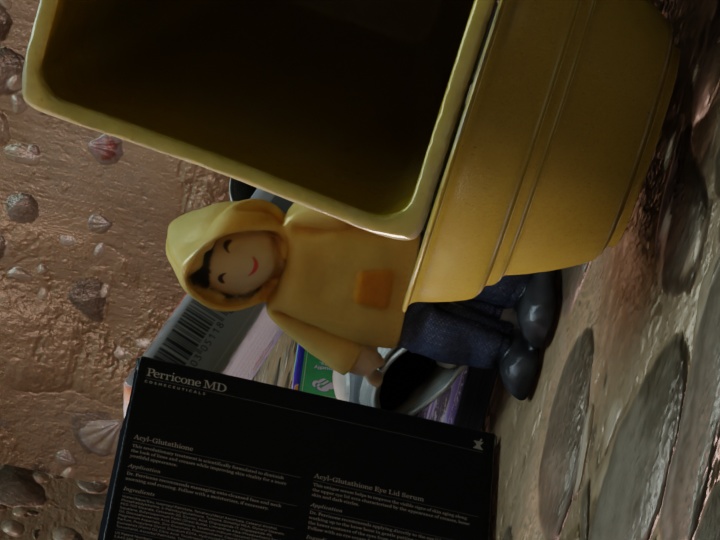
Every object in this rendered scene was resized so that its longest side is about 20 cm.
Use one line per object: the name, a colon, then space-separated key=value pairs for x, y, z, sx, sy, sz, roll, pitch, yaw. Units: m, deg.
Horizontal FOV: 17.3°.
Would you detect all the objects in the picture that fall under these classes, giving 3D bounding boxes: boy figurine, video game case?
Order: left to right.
boy figurine: x=0.000 y=0.000 z=1.210 sx=0.065 sy=0.199 sz=0.125 roll=-87 pitch=15 yaw=-59
video game case: x=0.055 y=0.063 z=1.413 sx=0.200 sy=0.019 sz=0.144 roll=-94 pitch=17 yaw=-67

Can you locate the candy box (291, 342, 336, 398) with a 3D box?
candy box: x=-0.010 y=0.100 z=1.562 sx=0.200 sy=0.076 sz=0.170 roll=-88 pitch=3 yaw=-59

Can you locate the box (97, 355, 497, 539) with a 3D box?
box: x=-0.036 y=0.139 z=1.241 sx=0.079 sy=0.199 sz=0.142 roll=109 pitch=172 yaw=-47

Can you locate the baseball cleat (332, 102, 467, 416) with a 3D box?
baseball cleat: x=0.054 y=-0.001 z=1.309 sx=0.201 sy=0.069 sz=0.106 roll=-67 pitch=20 yaw=0

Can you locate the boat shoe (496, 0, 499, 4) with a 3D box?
boat shoe: x=0.097 y=-0.133 z=1.187 sx=0.074 sy=0.069 sz=0.201 roll=-89 pitch=13 yaw=-61

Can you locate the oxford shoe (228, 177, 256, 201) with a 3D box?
oxford shoe: x=-0.032 y=-0.088 z=1.406 sx=0.200 sy=0.057 sz=0.076 roll=121 pitch=144 yaw=-51

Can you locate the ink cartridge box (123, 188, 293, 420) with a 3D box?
ink cartridge box: x=-0.081 y=0.039 z=1.410 sx=0.163 sy=0.050 sz=0.200 roll=-57 pitch=-2 yaw=-19

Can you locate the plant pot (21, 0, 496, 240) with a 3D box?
plant pot: x=-0.017 y=-0.156 z=1.114 sx=0.200 sy=0.194 sz=0.195 roll=-49 pitch=-22 yaw=-70

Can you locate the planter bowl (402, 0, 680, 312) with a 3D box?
planter bowl: x=0.086 y=-0.065 z=1.027 sx=0.200 sy=0.083 sz=0.202 roll=19 pitch=-90 yaw=-89

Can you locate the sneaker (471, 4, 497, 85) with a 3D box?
sneaker: x=0.038 y=-0.169 z=1.390 sx=0.201 sy=0.117 sz=0.074 roll=-66 pitch=-11 yaw=-63
